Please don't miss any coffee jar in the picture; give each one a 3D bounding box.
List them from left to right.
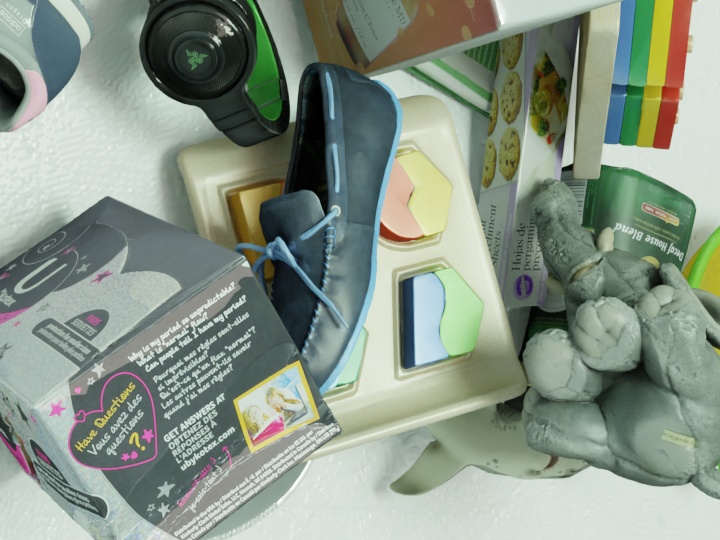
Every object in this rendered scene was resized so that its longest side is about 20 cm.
[{"bbox_3d":[0.165,0.033,1.365,0.104,0.085,0.201,21,78,-39],"label":"coffee jar"}]

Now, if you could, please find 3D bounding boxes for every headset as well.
[{"bbox_3d":[-0.106,-0.149,1.120,0.200,0.094,0.124,55,20,-47],"label":"headset"}]

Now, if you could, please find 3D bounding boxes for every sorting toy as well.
[{"bbox_3d":[0.000,0.000,1.188,0.184,0.036,0.201,-14,83,-26],"label":"sorting toy"},{"bbox_3d":[0.181,-0.190,1.280,0.199,0.069,0.201,83,11,-65],"label":"sorting toy"}]

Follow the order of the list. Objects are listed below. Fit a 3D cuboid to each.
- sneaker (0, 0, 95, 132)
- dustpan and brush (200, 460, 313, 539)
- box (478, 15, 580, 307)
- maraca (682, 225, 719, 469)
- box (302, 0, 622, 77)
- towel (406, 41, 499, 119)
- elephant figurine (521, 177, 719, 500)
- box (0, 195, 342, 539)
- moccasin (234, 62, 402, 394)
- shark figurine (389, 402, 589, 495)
[{"bbox_3d":[-0.226,-0.153,1.033,0.200,0.070,0.082,40,62,-33],"label":"sneaker"},{"bbox_3d":[-0.052,0.088,1.194,0.199,0.057,0.140,-8,95,-41],"label":"dustpan and brush"},{"bbox_3d":[0.110,-0.077,1.322,0.039,0.041,0.201,0,102,-36],"label":"box"},{"bbox_3d":[0.281,0.057,1.451,0.137,0.107,0.201,24,75,-31],"label":"maraca"},{"bbox_3d":[0.049,-0.207,1.167,0.106,0.200,0.153,-18,94,-30],"label":"box"},{"bbox_3d":[0.072,-0.219,1.321,0.152,0.023,0.201,25,75,-38],"label":"towel"},{"bbox_3d":[0.173,0.040,1.230,0.200,0.141,0.156,-64,150,-68],"label":"elephant figurine"},{"bbox_3d":[-0.125,0.053,1.024,0.132,0.200,0.115,-35,113,-16],"label":"box"},{"bbox_3d":[-0.033,-0.025,1.125,0.068,0.080,0.201,27,58,-33],"label":"moccasin"},{"bbox_3d":[0.055,0.058,1.294,0.215,0.128,0.089,60,19,6],"label":"shark figurine"}]
